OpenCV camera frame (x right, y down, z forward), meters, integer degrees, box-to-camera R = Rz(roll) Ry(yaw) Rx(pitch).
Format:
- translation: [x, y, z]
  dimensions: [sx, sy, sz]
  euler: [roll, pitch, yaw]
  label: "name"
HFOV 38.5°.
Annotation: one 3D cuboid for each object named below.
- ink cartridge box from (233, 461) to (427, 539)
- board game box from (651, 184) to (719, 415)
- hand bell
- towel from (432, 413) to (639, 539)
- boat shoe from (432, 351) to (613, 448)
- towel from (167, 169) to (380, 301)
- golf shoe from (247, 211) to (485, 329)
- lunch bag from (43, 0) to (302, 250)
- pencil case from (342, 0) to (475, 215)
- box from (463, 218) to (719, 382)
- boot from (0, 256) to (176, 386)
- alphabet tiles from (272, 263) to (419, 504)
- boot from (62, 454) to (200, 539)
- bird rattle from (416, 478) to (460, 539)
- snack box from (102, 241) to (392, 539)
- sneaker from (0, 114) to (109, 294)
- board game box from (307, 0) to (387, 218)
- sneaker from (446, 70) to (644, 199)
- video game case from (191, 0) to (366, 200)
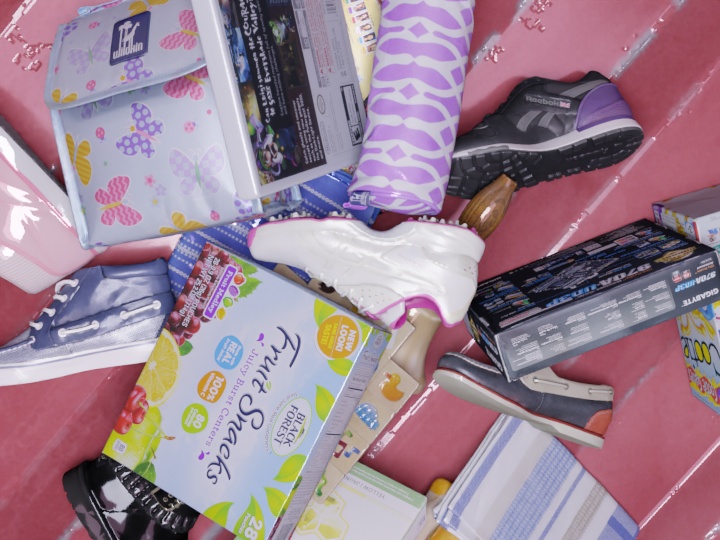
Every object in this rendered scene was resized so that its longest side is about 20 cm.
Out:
- translation: [-0.052, 0.251, 0.898]
  dimensions: [0.145, 0.200, 0.048]
  euler: [23, 139, 23]
  label: "ink cartridge box"
- translation: [0.355, 0.026, 0.955]
  dimensions: [0.105, 0.103, 0.200]
  euler: [-16, 102, -3]
  label: "board game box"
- translation: [0.072, 0.000, 0.906]
  dimensions: [0.104, 0.104, 0.200]
  euler: [34, 105, -11]
  label: "hand bell"
- translation: [0.174, 0.242, 0.994]
  dimensions: [0.200, 0.024, 0.147]
  euler: [45, 64, -13]
  label: "towel"
- translation: [0.155, 0.109, 0.956]
  dimensions: [0.200, 0.071, 0.063]
  euler: [23, 80, -25]
  label: "boat shoe"
- translation: [-0.086, -0.018, 0.920]
  dimensions: [0.145, 0.024, 0.200]
  euler: [30, 106, -1]
  label: "towel"
- translation: [0.000, 0.000, 0.851]
  dimensions: [0.200, 0.075, 0.092]
  euler: [4, 83, 12]
  label: "golf shoe"
- translation: [-0.159, -0.130, 0.842]
  dimensions: [0.169, 0.127, 0.200]
  euler: [-9, 92, 17]
  label: "lunch bag"
- translation: [0.040, -0.140, 0.846]
  dimensions: [0.084, 0.085, 0.200]
  euler: [18, 81, -43]
  label: "pencil case"
- translation: [0.196, 0.020, 0.910]
  dimensions: [0.200, 0.159, 0.046]
  euler: [-21, 104, -2]
  label: "box"
- translation: [-0.261, 0.046, 0.918]
  dimensions: [0.200, 0.073, 0.090]
  euler: [-10, 93, -5]
  label: "boot"
- translation: [-0.051, 0.095, 0.889]
  dimensions: [0.166, 0.006, 0.200]
  euler: [40, 94, 18]
  label: "alphabet tiles"
- translation: [-0.158, 0.230, 0.955]
  dimensions: [0.158, 0.079, 0.211]
  euler: [-30, 102, 1]
  label: "boot"
- translation: [0.083, 0.294, 0.986]
  dimensions: [0.200, 0.113, 0.163]
  euler: [39, 78, -14]
  label: "bird rattle"
- translation: [-0.094, 0.102, 0.861]
  dimensions: [0.169, 0.068, 0.200]
  euler: [27, 91, 19]
  label: "snack box"
- translation: [-0.317, -0.065, 0.882]
  dimensions: [0.105, 0.075, 0.200]
  euler: [-40, 106, -3]
  label: "sneaker"
- translation: [-0.003, -0.149, 0.919]
  dimensions: [0.135, 0.035, 0.200]
  euler: [-20, 102, -1]
  label: "board game box"
- translation: [0.143, -0.125, 0.921]
  dimensions: [0.200, 0.076, 0.088]
  euler: [-12, 63, -12]
  label: "sneaker"
- translation: [-0.060, -0.170, 0.810]
  dimensions: [0.023, 0.182, 0.200]
  euler: [-6, 102, 31]
  label: "video game case"
